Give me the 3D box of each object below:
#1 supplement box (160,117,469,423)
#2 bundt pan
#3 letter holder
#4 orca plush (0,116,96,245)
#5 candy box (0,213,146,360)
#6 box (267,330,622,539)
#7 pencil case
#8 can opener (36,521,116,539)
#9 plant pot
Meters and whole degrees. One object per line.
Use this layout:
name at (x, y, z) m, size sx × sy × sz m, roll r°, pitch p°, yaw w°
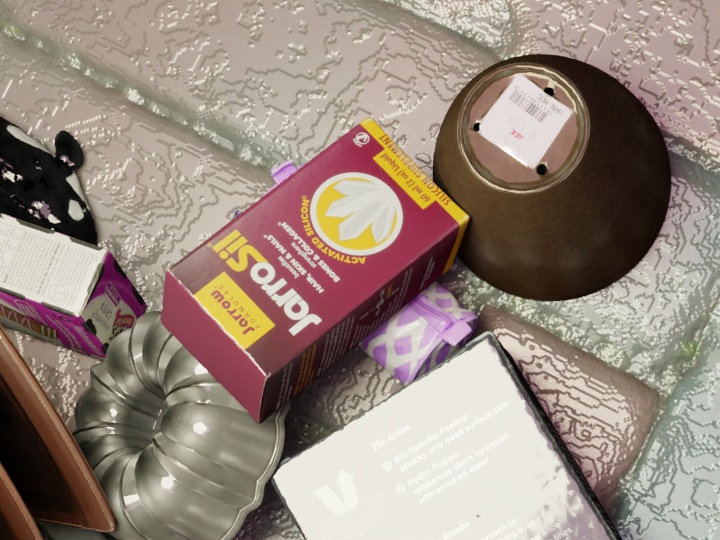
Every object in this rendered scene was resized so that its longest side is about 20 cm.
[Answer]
supplement box at (-0.033, -0.001, 1.475) m, size 0.200 × 0.086 × 0.110 m, roll -38°, pitch 74°, yaw -23°
bundt pan at (-0.148, 0.116, 1.541) m, size 0.201 × 0.076 × 0.203 m, roll -25°, pitch 53°, yaw 38°
letter holder at (-0.282, 0.135, 1.467) m, size 0.142 × 0.201 × 0.101 m, roll 0°, pitch 36°, yaw 43°
orca plush at (-0.286, -0.095, 1.653) m, size 0.105 × 0.071 × 0.201 m, roll -27°, pitch 78°, yaw 6°
candy box at (-0.280, 0.001, 1.602) m, size 0.199 × 0.136 × 0.061 m, roll 19°, pitch 74°, yaw 14°
box at (0.070, 0.183, 1.520) m, size 0.196 × 0.117 × 0.201 m, roll -32°, pitch 78°, yaw 5°
pencil case at (0.000, 0.000, 1.577) m, size 0.200 × 0.086 × 0.084 m, roll 42°, pitch 55°, yaw 11°
can opener at (-0.258, 0.151, 1.621) m, size 0.066 × 0.053 × 0.200 m, roll -40°, pitch 77°, yaw 2°
plant pot at (0.130, -0.084, 1.506) m, size 0.186 × 0.200 × 0.188 m, roll -2°, pitch 81°, yaw 11°
